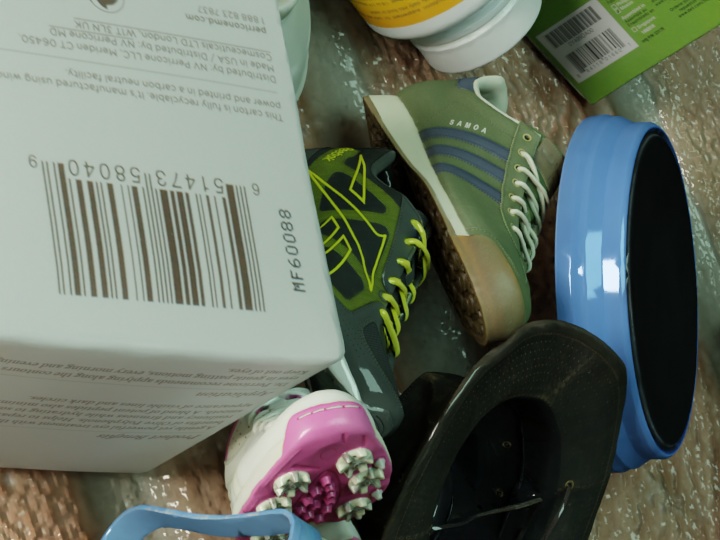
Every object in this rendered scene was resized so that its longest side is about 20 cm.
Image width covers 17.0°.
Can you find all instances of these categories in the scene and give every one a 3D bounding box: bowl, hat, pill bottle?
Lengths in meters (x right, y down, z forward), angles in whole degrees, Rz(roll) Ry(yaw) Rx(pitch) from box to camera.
[{"bbox_3d":[0.152,0.012,1.347,0.201,0.039,0.201,-3,90,-70],"label":"bowl"},{"bbox_3d":[0.051,0.107,1.238,0.201,0.081,0.201,-26,129,-36],"label":"hat"},{"bbox_3d":[0.020,-0.206,1.344,0.200,0.109,0.109,52,44,-33],"label":"pill bottle"}]

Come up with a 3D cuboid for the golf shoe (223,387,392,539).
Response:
[{"bbox_3d":[-0.036,0.089,1.135,0.075,0.200,0.092,-12,67,-14],"label":"golf shoe"}]

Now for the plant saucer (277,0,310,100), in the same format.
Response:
[{"bbox_3d":[-0.082,-0.171,1.267,0.200,0.050,0.200,36,39,-36],"label":"plant saucer"}]

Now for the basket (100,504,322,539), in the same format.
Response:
[{"bbox_3d":[-0.106,0.190,1.031,0.139,0.176,0.200,33,71,-23],"label":"basket"}]

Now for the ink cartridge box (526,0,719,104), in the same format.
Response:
[{"bbox_3d":[0.200,-0.212,1.490,0.076,0.148,0.200,45,47,-13],"label":"ink cartridge box"}]

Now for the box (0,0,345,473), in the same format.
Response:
[{"bbox_3d":[-0.146,-0.026,1.092,0.199,0.171,0.200,6,64,-39],"label":"box"}]

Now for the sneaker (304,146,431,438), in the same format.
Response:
[{"bbox_3d":[0.000,0.000,1.215,0.085,0.074,0.200,-14,48,-4],"label":"sneaker"}]

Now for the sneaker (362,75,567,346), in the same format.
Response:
[{"bbox_3d":[0.071,-0.044,1.284,0.090,0.067,0.200,-17,40,-9],"label":"sneaker"}]
